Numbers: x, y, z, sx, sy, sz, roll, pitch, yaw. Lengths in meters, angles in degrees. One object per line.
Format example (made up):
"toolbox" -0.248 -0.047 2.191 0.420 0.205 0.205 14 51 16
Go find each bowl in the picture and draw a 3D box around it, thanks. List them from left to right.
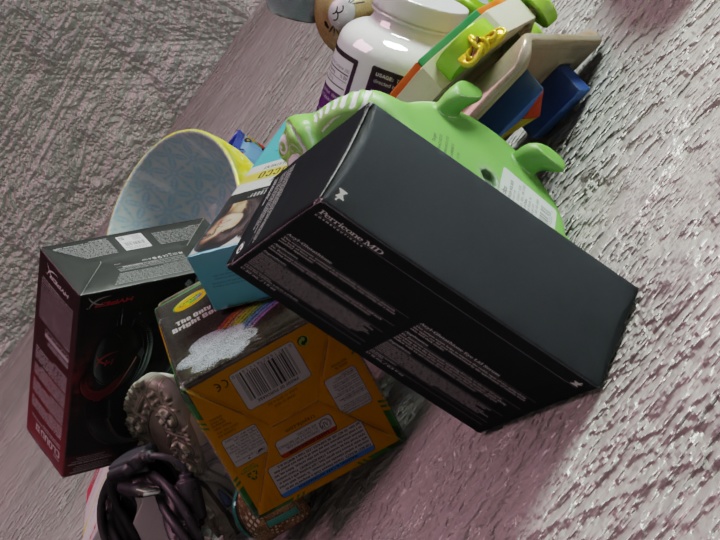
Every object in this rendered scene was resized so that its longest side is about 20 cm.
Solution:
"bowl" -0.130 -0.017 1.582 0.200 0.108 0.201 -17 66 44

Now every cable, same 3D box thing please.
"cable" -0.150 0.215 1.369 0.051 0.163 0.200 -23 -3 -27

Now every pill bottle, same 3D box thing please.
"pill bottle" 0.021 -0.128 1.438 0.112 0.112 0.200 -98 25 -69

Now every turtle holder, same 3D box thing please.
"turtle holder" 0.043 -0.038 1.181 0.132 0.185 0.141 -43 47 32

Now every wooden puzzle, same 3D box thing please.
"wooden puzzle" 0.100 -0.101 1.329 0.185 0.046 0.200 -46 -9 23

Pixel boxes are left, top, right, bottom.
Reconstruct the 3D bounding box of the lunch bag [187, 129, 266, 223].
"lunch bag" -0.116 -0.006 1.708 0.200 0.150 0.094 -50 15 22

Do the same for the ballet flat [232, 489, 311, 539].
"ballet flat" -0.046 0.133 1.384 0.065 0.071 0.200 -18 33 22

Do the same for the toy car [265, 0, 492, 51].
"toy car" -0.002 -0.238 1.678 0.164 0.200 0.158 -54 -18 27

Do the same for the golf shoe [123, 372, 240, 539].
"golf shoe" -0.125 0.128 1.426 0.097 0.078 0.200 -50 -32 -24

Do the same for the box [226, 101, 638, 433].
"box" 0.041 0.004 1.061 0.141 0.200 0.079 -28 31 61

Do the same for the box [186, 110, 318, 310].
"box" -0.048 -0.052 1.310 0.082 0.049 0.200 -13 28 29

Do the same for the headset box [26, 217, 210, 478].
"headset box" -0.183 0.070 1.426 0.075 0.148 0.200 44 134 42

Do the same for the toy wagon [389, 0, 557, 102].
"toy wagon" 0.075 -0.145 1.288 0.155 0.040 0.200 -42 -8 -7

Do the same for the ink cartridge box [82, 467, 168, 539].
"ink cartridge box" -0.190 0.192 1.605 0.200 0.083 0.145 -109 42 -72

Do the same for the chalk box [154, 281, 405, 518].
"chalk box" -0.067 0.066 1.309 0.125 0.124 0.200 -28 24 -1
